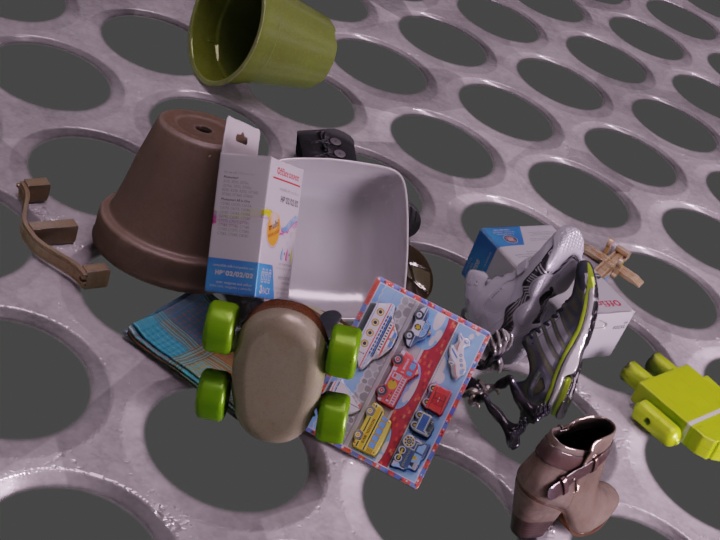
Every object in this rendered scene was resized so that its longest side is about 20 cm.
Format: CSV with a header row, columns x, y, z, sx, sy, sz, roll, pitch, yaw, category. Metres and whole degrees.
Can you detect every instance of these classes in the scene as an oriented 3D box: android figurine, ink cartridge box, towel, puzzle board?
x,y,z,sx,sy,sz,roll,pitch,yaw,category
0.442,0.188,1.807,0.181,0.041,0.200,-13,46,-45,android figurine
0.258,0.030,1.884,0.143,0.085,0.200,-2,39,-37,ink cartridge box
-0.120,-0.070,1.585,0.067,0.204,0.115,6,-1,17,ink cartridge box
-0.156,0.097,1.572,0.199,0.022,0.146,34,33,17,towel
0.041,0.124,1.542,0.149,0.017,0.202,26,72,6,puzzle board

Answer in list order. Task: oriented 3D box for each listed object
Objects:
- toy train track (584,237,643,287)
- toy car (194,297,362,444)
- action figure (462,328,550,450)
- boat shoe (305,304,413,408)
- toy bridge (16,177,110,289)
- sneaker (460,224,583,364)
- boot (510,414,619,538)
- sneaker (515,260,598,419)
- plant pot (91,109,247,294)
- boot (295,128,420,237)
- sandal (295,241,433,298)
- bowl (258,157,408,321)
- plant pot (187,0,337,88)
x,y,z,sx,sy,sz,roll,pitch,yaw,category
0.370,-0.006,2.063,0.114,0.033,0.199,34,34,17,toy train track
-0.080,0.079,1.500,0.162,0.160,0.201,11,25,2,toy car
0.141,0.119,1.659,0.118,0.103,0.200,-28,58,-38,action figure
0.000,0.111,1.608,0.202,0.075,0.075,44,15,18,boat shoe
-0.375,-0.047,1.641,0.067,0.027,0.200,-7,42,-38,toy bridge
0.204,0.012,1.776,0.075,0.202,0.115,10,23,-48,sneaker
0.248,0.225,1.519,0.198,0.148,0.070,-11,42,-43,boot
0.249,0.081,1.720,0.080,0.203,0.074,17,-7,15,sneaker
-0.213,-0.096,1.659,0.197,0.177,0.201,15,23,-7,plant pot
-0.007,-0.131,1.985,0.162,0.066,0.201,12,28,-20,boot
0.000,0.000,1.791,0.197,0.083,0.055,1,1,-15,sandal
-0.043,-0.035,1.712,0.197,0.203,0.075,3,-7,-16,bowl
-0.143,-0.370,2.161,0.188,0.201,0.201,12,30,-42,plant pot
